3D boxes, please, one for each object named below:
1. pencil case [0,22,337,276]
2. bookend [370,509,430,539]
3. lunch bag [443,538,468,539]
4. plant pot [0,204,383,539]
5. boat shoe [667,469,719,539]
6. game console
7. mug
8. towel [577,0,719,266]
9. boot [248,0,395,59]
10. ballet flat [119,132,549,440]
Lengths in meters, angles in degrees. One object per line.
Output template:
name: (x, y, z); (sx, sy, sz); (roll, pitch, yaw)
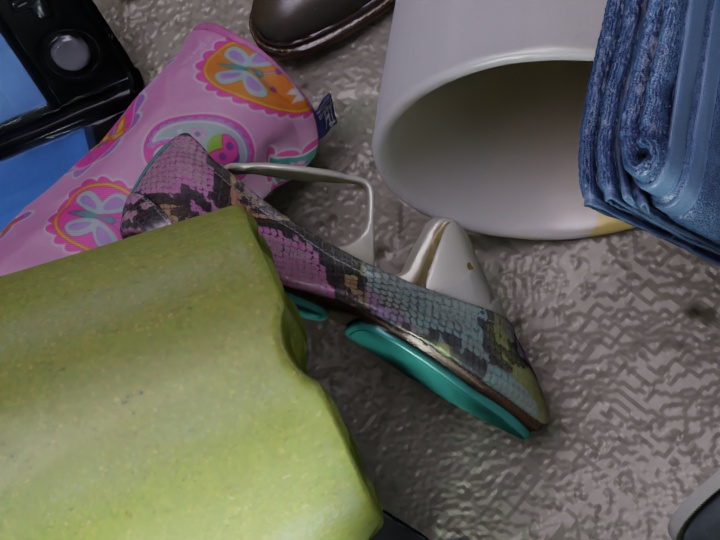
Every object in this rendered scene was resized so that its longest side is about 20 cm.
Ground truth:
pencil case: (-0.101, -0.018, 0.863); (0.087, 0.088, 0.200); (30, 64, 27)
bookend: (-0.110, 0.133, 0.845); (0.198, 0.092, 0.201); (36, 87, 28)
lunch bag: (0.059, 0.160, 0.712); (0.160, 0.200, 0.076); (37, 90, 14)
plant pot: (-0.097, 0.071, 0.718); (0.183, 0.201, 0.201); (-25, 65, -2)
boat shoe: (0.215, 0.081, 0.744); (0.199, 0.073, 0.062); (-21, 62, 9)
game console: (-0.204, -0.045, 0.932); (0.199, 0.176, 0.117); (-21, 38, 14)
mug: (0.094, -0.109, 0.839); (0.149, 0.186, 0.154); (-32, 49, 46)
towel: (0.164, -0.046, 0.743); (0.048, 0.199, 0.113); (-5, 69, 52)
boot: (0.007, -0.190, 0.901); (0.200, 0.097, 0.075); (-48, 63, 1)
ballet flat: (0.000, 0.000, 0.814); (0.199, 0.069, 0.072); (25, 80, -9)
